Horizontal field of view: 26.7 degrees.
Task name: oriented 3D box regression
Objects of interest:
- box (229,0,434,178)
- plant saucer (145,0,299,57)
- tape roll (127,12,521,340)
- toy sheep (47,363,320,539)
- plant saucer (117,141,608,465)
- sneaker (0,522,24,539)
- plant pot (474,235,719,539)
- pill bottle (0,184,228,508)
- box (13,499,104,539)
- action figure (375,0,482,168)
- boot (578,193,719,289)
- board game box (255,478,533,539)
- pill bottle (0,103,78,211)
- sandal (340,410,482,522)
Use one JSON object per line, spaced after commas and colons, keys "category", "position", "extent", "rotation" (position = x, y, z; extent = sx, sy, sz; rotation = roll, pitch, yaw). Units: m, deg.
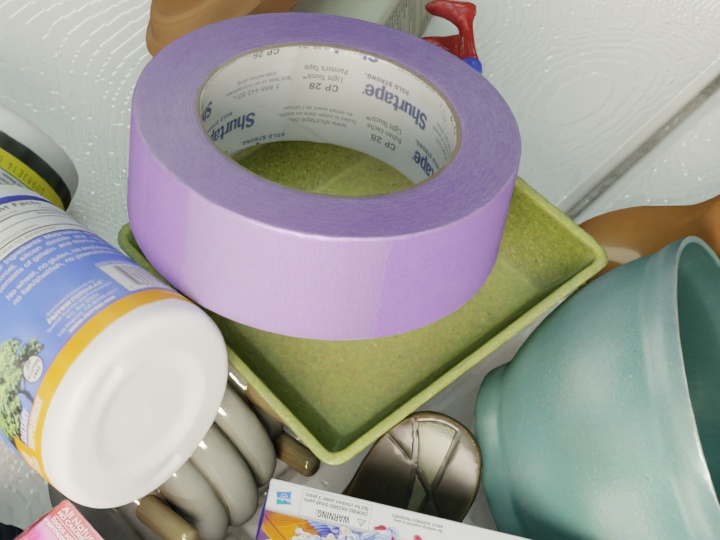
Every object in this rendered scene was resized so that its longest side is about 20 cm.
{"category": "box", "position": [-0.027, -0.136, 0.977], "extent": [0.077, 0.095, 0.201], "rotation": [26, 68, 14]}
{"category": "plant saucer", "position": [-0.067, -0.212, 0.973], "extent": [0.200, 0.032, 0.201], "rotation": [-34, 31, 23]}
{"category": "tape roll", "position": [-0.020, -0.055, 0.785], "extent": [0.198, 0.066, 0.201], "rotation": [7, 40, -5]}
{"category": "toy sheep", "position": [-0.109, 0.102, 0.856], "extent": [0.138, 0.138, 0.200], "rotation": [37, 62, 17]}
{"category": "plant saucer", "position": [0.000, 0.000, 0.847], "extent": [0.199, 0.048, 0.200], "rotation": [-34, 58, -21]}
{"category": "sneaker", "position": [-0.190, 0.220, 0.834], "extent": [0.201, 0.077, 0.147], "rotation": [18, 71, 13]}
{"category": "plant pot", "position": [0.144, 0.096, 0.828], "extent": [0.133, 0.200, 0.202], "rotation": [-16, 64, 24]}
{"category": "pill bottle", "position": [-0.171, 0.025, 0.782], "extent": [0.199, 0.112, 0.112], "rotation": [31, 70, 33]}
{"category": "box", "position": [-0.123, 0.224, 0.744], "extent": [0.095, 0.103, 0.200], "rotation": [-41, 89, -28]}
{"category": "action figure", "position": [0.035, -0.071, 0.961], "extent": [0.098, 0.065, 0.202], "rotation": [-3, 65, -6]}
{"category": "boot", "position": [0.220, -0.034, 0.886], "extent": [0.198, 0.155, 0.074], "rotation": [0, 66, 3]}
{"category": "board game box", "position": [0.039, 0.187, 0.712], "extent": [0.198, 0.045, 0.135], "rotation": [13, 51, -3]}
{"category": "pill bottle", "position": [-0.262, 0.000, 0.916], "extent": [0.112, 0.113, 0.201], "rotation": [20, 68, 11]}
{"category": "sandal", "position": [-0.001, 0.153, 0.836], "extent": [0.081, 0.055, 0.201], "rotation": [34, 109, 3]}
